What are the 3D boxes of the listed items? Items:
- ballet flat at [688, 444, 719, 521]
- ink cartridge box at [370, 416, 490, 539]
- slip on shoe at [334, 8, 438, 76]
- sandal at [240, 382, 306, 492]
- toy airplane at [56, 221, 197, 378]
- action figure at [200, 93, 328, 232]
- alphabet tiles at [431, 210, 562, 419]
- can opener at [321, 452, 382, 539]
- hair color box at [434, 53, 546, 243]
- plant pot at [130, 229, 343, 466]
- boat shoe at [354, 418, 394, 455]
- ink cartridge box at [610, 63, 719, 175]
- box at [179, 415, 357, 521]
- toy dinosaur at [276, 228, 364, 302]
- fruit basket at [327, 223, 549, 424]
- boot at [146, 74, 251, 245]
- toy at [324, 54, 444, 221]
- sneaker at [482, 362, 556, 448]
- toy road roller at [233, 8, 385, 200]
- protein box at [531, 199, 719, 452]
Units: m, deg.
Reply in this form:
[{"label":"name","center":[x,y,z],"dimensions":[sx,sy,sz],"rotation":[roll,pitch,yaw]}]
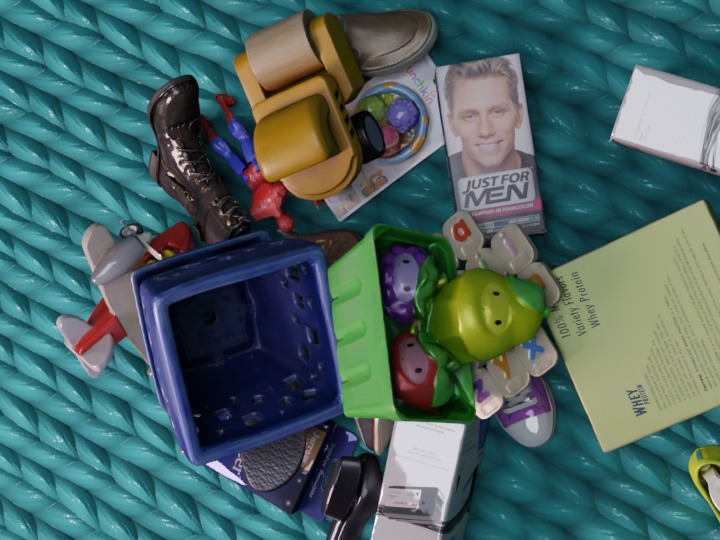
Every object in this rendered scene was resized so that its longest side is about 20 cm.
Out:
[{"label":"ballet flat","center":[0.419,0.278,1.417],"dimensions":[0.067,0.067,0.201],"rotation":[-37,81,14]},{"label":"ink cartridge box","center":[0.077,0.248,1.484],"dimensions":[0.083,0.144,0.203],"rotation":[14,96,16]},{"label":"slip on shoe","center":[-0.010,-0.269,1.533],"dimensions":[0.197,0.061,0.077],"rotation":[-3,67,21]},{"label":"sandal","center":[-0.100,0.168,1.560],"dimensions":[0.075,0.043,0.202],"rotation":[1,59,-1]},{"label":"toy airplane","center":[-0.258,0.042,1.557],"dimensions":[0.140,0.199,0.202],"rotation":[10,95,29]},{"label":"action figure","center":[-0.115,-0.115,1.585],"dimensions":[0.065,0.099,0.201],"rotation":[-42,57,17]},{"label":"alphabet tiles","center":[0.122,0.047,1.412],"dimensions":[0.200,0.015,0.197],"rotation":[-43,68,28]},{"label":"can opener","center":[-0.021,0.308,1.565],"dimensions":[0.078,0.063,0.203],"rotation":[13,106,-10]},{"label":"hair color box","center":[0.145,-0.133,1.487],"dimensions":[0.099,0.061,0.203],"rotation":[-9,88,4]},{"label":"plant pot","center":[-0.142,0.069,1.453],"dimensions":[0.198,0.179,0.203],"rotation":[-18,111,-21]},{"label":"boat shoe","center":[0.004,0.128,1.508],"dimensions":[0.062,0.072,0.202],"rotation":[10,133,18]},{"label":"ink cartridge box","center":[0.375,-0.143,1.378],"dimensions":[0.198,0.146,0.087],"rotation":[20,99,16]},{"label":"box","center":[-0.112,0.209,1.603],"dimensions":[0.198,0.032,0.122],"rotation":[26,99,14]},{"label":"toy dinosaur","center":[0.000,0.000,1.536],"dimensions":[0.200,0.086,0.136],"rotation":[46,104,16]},{"label":"fruit basket","center":[0.081,0.053,1.347],"dimensions":[0.214,0.154,0.219],"rotation":[-8,79,42]},{"label":"boot","center":[-0.179,-0.111,1.547],"dimensions":[0.069,0.201,0.175],"rotation":[-25,61,-26]},{"label":"toy","center":[0.017,-0.161,1.543],"dimensions":[0.199,0.047,0.116],"rotation":[-36,83,16]},{"label":"sneaker","center":[0.154,0.109,1.473],"dimensions":[0.072,0.114,0.203],"rotation":[-25,85,15]},{"label":"toy road roller","center":[-0.066,-0.177,1.462],"dimensions":[0.122,0.146,0.202],"rotation":[-20,97,22]},{"label":"protein box","center":[0.317,0.057,1.407],"dimensions":[0.198,0.135,0.201],"rotation":[-25,84,16]}]
